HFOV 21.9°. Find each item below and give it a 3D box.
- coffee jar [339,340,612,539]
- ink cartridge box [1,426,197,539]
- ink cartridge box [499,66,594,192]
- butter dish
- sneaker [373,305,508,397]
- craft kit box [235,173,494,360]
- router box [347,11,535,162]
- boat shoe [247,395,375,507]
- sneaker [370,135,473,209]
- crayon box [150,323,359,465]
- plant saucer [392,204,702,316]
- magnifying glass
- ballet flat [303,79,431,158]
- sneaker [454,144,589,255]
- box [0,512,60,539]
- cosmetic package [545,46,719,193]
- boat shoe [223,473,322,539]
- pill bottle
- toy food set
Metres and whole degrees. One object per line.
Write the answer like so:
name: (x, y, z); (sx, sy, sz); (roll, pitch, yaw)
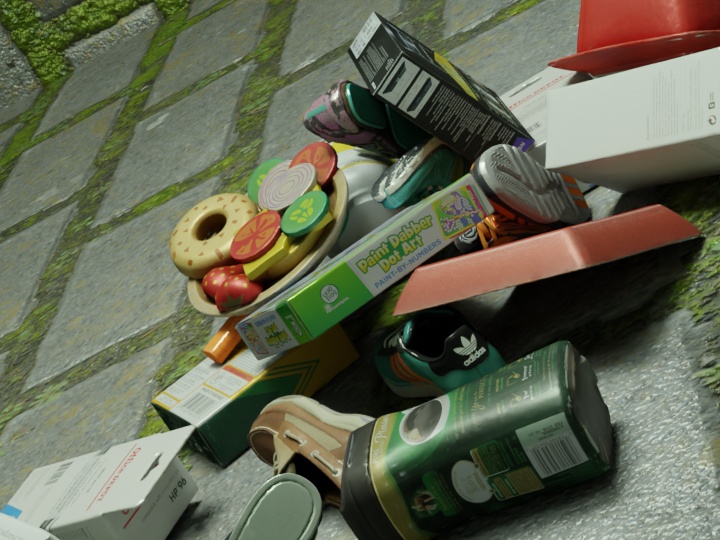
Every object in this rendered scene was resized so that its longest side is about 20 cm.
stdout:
coffee jar: (0.081, 0.133, 1.357); (0.199, 0.086, 0.105); (-24, 24, 19)
ink cartridge box: (-0.224, 0.212, 1.621); (0.199, 0.068, 0.116); (-18, 24, 34)
ink cartridge box: (0.196, -0.138, 1.856); (0.116, 0.068, 0.200); (-30, 20, 3)
butter dish: (0.306, -0.272, 1.821); (0.198, 0.149, 0.199); (-8, 2, -39)
sneaker: (0.060, 0.062, 1.560); (0.071, 0.080, 0.200); (-39, 21, -18)
craft kit box: (0.000, 0.000, 1.623); (0.199, 0.049, 0.197); (-35, 0, -17)
router box: (0.075, -0.171, 1.804); (0.052, 0.157, 0.200); (-55, 16, 11)
boat shoe: (-0.041, 0.153, 1.512); (0.072, 0.076, 0.200); (-43, 21, -25)
sneaker: (0.077, -0.084, 1.806); (0.077, 0.080, 0.200); (-38, -9, 26)
crayon box: (-0.088, 0.093, 1.751); (0.200, 0.052, 0.126); (-39, 21, -16)
plant saucer: (0.153, -0.012, 1.546); (0.199, 0.037, 0.199); (-15, -2, 38)
magnifying glass: (-0.082, 0.005, 1.779); (0.079, 0.022, 0.200); (13, 63, 54)
ballet flat: (0.007, -0.144, 1.841); (0.071, 0.070, 0.200); (-18, -14, 28)
sneaker: (0.124, -0.048, 1.671); (0.112, 0.078, 0.200); (-31, -21, 22)
box: (-0.265, 0.292, 1.346); (0.198, 0.131, 0.201); (4, 60, 58)
cosmetic package: (0.270, -0.128, 1.634); (0.199, 0.112, 0.082); (-7, 75, 45)
boat shoe: (-0.095, 0.244, 1.394); (0.200, 0.076, 0.060); (-47, -15, -14)
pill bottle: (0.001, -0.065, 1.902); (0.112, 0.112, 0.200); (-31, 22, 2)
toy food set: (-0.093, -0.039, 1.782); (0.198, 0.049, 0.200); (-37, 30, 8)
